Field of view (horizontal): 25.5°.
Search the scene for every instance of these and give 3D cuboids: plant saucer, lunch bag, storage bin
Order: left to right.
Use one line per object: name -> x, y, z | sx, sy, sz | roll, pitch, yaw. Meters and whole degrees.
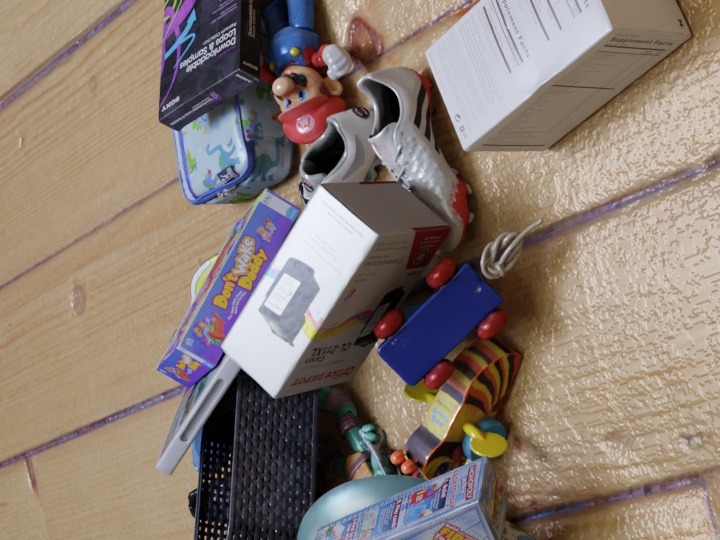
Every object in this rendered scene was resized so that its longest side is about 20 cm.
lunch bag -> -0.157, -0.180, 1.836 | 0.161, 0.082, 0.200 | -20, 76, 51
storage bin -> -0.111, 0.226, 1.677 | 0.135, 0.094, 0.200 | 127, 151, -53
plant saucer -> 0.035, 0.286, 1.564 | 0.027, 0.200, 0.200 | -81, 17, -57

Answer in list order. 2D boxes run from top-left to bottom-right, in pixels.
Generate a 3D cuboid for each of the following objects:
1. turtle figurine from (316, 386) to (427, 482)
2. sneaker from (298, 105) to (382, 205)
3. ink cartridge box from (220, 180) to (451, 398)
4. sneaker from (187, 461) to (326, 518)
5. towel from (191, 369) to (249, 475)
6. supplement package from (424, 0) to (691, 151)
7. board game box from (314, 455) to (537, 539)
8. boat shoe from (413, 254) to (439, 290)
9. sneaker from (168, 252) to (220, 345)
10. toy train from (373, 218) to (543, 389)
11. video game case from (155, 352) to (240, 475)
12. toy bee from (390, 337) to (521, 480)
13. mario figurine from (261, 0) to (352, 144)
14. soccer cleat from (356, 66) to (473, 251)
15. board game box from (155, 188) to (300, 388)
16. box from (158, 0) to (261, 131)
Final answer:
turtle figurine -> -0.005, 0.215, 1.665 | 0.150, 0.101, 0.200 | -58, 34, 15
sneaker -> -0.038, -0.087, 1.695 | 0.074, 0.088, 0.200 | 42, 124, 38
ink cartridge box -> -0.023, 0.017, 1.531 | 0.083, 0.146, 0.200 | 41, 114, 22
sneaker -> -0.122, 0.261, 1.812 | 0.200, 0.087, 0.076 | -24, 74, 47
towel -> -0.138, 0.137, 1.817 | 0.200, 0.048, 0.112 | -57, 13, 33
supplement package -> 0.173, -0.202, 1.417 | 0.200, 0.114, 0.110 | -38, 65, 43
board game box -> 0.089, 0.267, 1.480 | 0.200, 0.200, 0.062 | -43, 20, 36
boat shoe -> 0.003, -0.001, 1.657 | 0.202, 0.075, 0.086 | -28, 88, 54
sneaker -> -0.160, 0.056, 1.871 | 0.081, 0.074, 0.200 | 44, 130, 28
toy train -> 0.105, 0.018, 1.529 | 0.200, 0.116, 0.085 | -44, 93, 9
video game case -> -0.156, 0.105, 1.739 | 0.182, 0.024, 0.200 | -56, 9, 23
toy bee -> 0.088, 0.164, 1.544 | 0.131, 0.109, 0.200 | 8, 98, 48
mario figurine -> -0.077, -0.230, 1.712 | 0.123, 0.106, 0.200 | 119, 139, -60
soccer cleat -> 0.051, -0.112, 1.588 | 0.069, 0.085, 0.200 | -29, 70, 46
board game box -> -0.145, 0.021, 1.725 | 0.200, 0.045, 0.134 | -63, 9, -22
box -> -0.166, -0.270, 1.759 | 0.143, 0.036, 0.200 | -26, 55, 40
